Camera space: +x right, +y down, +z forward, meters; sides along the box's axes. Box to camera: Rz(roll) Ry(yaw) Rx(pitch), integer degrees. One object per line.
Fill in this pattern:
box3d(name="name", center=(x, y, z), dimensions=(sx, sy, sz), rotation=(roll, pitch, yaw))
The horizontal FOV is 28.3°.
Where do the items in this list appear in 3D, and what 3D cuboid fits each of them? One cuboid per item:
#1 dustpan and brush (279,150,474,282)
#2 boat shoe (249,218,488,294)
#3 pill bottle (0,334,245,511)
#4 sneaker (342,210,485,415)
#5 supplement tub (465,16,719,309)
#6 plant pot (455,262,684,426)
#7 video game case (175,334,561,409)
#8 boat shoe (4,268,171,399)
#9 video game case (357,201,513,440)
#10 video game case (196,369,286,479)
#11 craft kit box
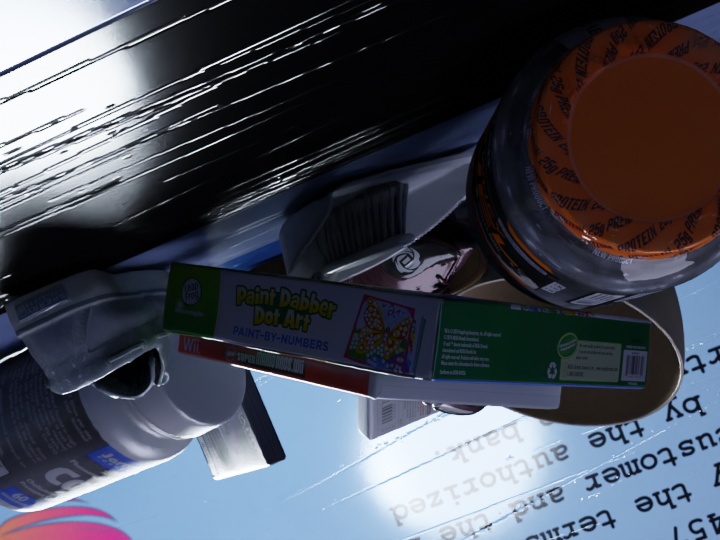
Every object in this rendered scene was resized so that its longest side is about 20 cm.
box3d(name="dustpan and brush", center=(-0.015, -0.008, 0.924), dimensions=(0.139, 0.057, 0.200), rotation=(-17, 174, -41))
box3d(name="boat shoe", center=(0.000, 0.000, 1.112), dimensions=(0.199, 0.074, 0.063), rotation=(-11, -177, 3))
box3d(name="pill bottle", center=(-0.184, 0.093, 1.015), dimensions=(0.200, 0.114, 0.114), rotation=(-24, 175, 33))
box3d(name="sneaker", center=(0.057, 0.023, 1.024), dimensions=(0.115, 0.200, 0.076), rotation=(-36, -147, 28))
box3d(name="supplement tub", center=(0.116, -0.047, 0.672), dimensions=(0.122, 0.123, 0.200), rotation=(-21, 175, -2))
box3d(name="plant pot", center=(0.173, 0.017, 1.178), dimensions=(0.200, 0.200, 0.135), rotation=(-25, -143, 44))
box3d(name="video game case", center=(0.001, 0.058, 0.858), dimensions=(0.143, 0.018, 0.200), rotation=(7, 180, -39))
box3d(name="boat shoe", center=(-0.147, 0.043, 0.835), dimensions=(0.070, 0.072, 0.201), rotation=(-22, 176, 8))
box3d(name="video game case", center=(0.076, 0.034, 1.237), dimensions=(0.182, 0.201, 0.023), rotation=(-19, -145, -28))
box3d(name="video game case", center=(-0.115, 0.090, 1.111), dimensions=(0.019, 0.143, 0.200), rotation=(-22, 176, -21))
box3d(name="craft kit box", center=(0.028, 0.032, 0.803), dimensions=(0.197, 0.049, 0.200), rotation=(3, 177, 41))
